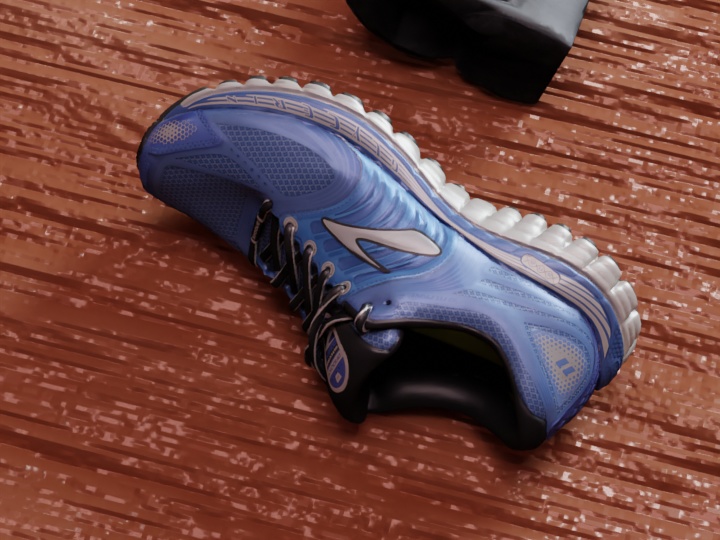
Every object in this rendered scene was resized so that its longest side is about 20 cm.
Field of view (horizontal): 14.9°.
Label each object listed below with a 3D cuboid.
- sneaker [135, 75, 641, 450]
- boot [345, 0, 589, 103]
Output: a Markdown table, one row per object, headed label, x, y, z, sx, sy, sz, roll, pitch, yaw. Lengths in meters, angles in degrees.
| label | x | y | z | sx | sy | sz | roll | pitch | yaw |
| --- | --- | --- | --- | --- | --- | --- | --- | --- | --- |
| sneaker | 0.000 | 0.000 | 1.011 | 0.199 | 0.079 | 0.089 | 27 | 56 | 14 |
| boot | 0.035 | -0.178 | 1.148 | 0.164 | 0.066 | 0.201 | 17 | 61 | 9 |
